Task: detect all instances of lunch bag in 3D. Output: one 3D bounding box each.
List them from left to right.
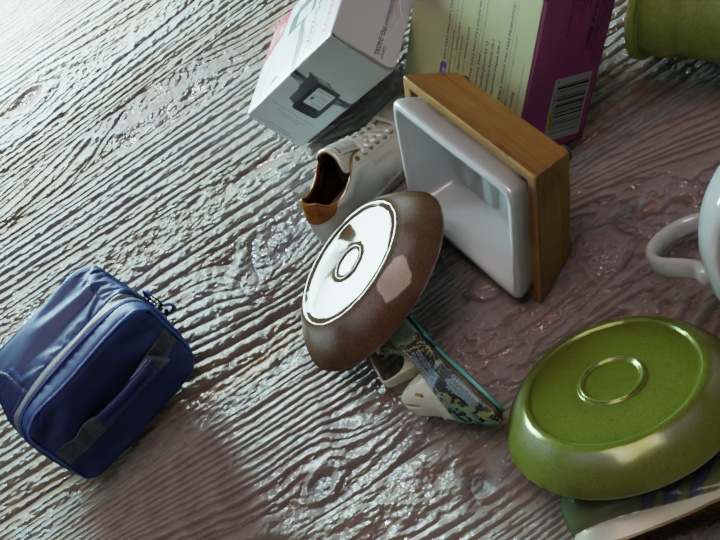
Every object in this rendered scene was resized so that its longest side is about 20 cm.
[{"bbox_3d":[-0.269,0.104,1.015,0.132,0.136,0.201,33,77,38],"label":"lunch bag"}]

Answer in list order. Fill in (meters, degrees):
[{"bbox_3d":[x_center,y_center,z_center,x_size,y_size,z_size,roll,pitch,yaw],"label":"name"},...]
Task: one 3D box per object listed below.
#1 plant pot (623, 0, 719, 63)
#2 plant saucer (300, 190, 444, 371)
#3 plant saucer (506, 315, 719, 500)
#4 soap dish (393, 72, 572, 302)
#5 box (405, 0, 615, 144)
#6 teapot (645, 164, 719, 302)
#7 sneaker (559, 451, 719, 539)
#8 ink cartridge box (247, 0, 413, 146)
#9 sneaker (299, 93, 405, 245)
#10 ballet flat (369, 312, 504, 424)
[{"bbox_3d":[0.370,-0.263,0.892,0.182,0.201,0.202,27,74,26],"label":"plant pot"},{"bbox_3d":[0.000,0.000,0.946,0.200,0.036,0.202,-40,31,29],"label":"plant saucer"},{"bbox_3d":[0.206,0.097,0.781,0.197,0.031,0.201,-22,28,12],"label":"plant saucer"},{"bbox_3d":[0.119,-0.086,0.926,0.080,0.159,0.200,-30,48,-15],"label":"soap dish"},{"bbox_3d":[0.145,-0.247,0.981,0.095,0.178,0.200,-18,43,-27],"label":"box"},{"bbox_3d":[0.358,-0.042,0.770,0.197,0.200,0.146,24,28,5],"label":"teapot"},{"bbox_3d":[0.244,0.151,0.751,0.198,0.067,0.091,-25,56,16],"label":"sneaker"},{"bbox_3d":[-0.033,-0.253,1.096,0.199,0.083,0.147,-29,40,53],"label":"ink cartridge box"},{"bbox_3d":[0.006,-0.125,1.050,0.072,0.085,0.202,19,69,37],"label":"sneaker"},{"bbox_3d":[0.055,0.093,0.895,0.074,0.074,0.200,-41,41,-2],"label":"ballet flat"}]
